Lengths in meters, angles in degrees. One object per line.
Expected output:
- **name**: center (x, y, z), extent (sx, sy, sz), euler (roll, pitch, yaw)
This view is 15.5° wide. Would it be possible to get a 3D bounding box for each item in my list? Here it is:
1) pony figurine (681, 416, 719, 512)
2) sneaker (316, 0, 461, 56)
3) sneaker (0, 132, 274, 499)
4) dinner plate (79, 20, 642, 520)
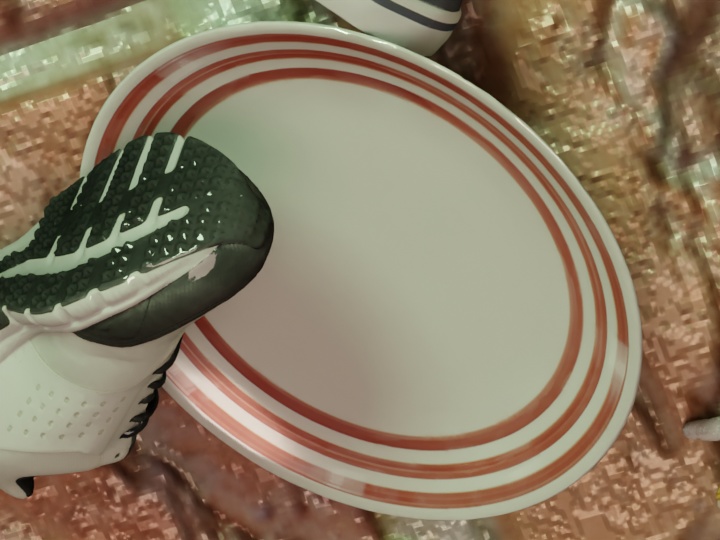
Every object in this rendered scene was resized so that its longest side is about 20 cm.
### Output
- **pony figurine**: center (0.190, 0.023, 0.819), extent (0.193, 0.166, 0.201), euler (27, 124, 32)
- **sneaker**: center (-0.032, -0.151, 0.799), extent (0.200, 0.079, 0.079), euler (39, 105, -16)
- **sneaker**: center (-0.086, 0.019, 0.874), extent (0.080, 0.074, 0.200), euler (41, 141, -21)
- **dinner plate**: center (0.000, 0.000, 0.868), extent (0.199, 0.024, 0.201), euler (14, 132, 16)
